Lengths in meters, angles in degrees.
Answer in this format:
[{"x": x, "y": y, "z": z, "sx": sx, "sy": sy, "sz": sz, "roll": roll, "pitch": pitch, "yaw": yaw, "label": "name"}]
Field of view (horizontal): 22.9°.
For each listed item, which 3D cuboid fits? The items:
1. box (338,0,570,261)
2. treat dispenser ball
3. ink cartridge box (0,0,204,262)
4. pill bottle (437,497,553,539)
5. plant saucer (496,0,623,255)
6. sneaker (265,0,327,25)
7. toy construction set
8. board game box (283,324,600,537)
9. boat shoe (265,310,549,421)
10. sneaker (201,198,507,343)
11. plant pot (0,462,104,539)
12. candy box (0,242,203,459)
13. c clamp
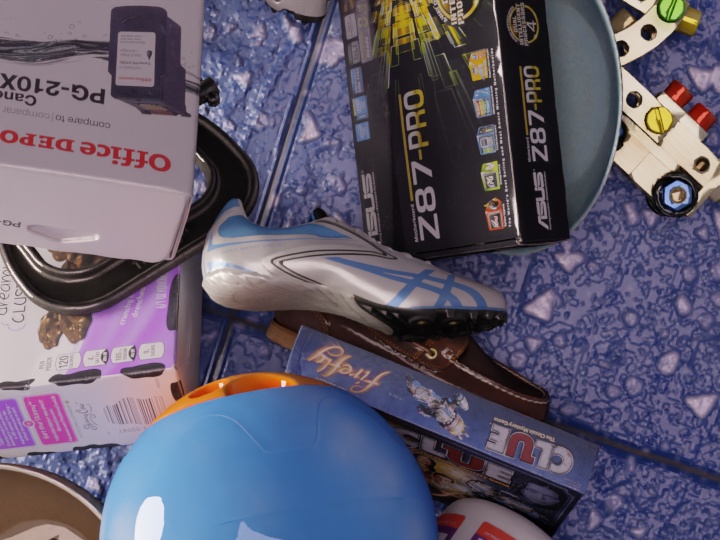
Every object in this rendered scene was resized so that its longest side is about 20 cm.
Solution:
[{"x": 0.057, "y": -0.109, "z": 1.132, "sx": 0.049, "sy": 0.161, "sz": 0.202, "roll": -5, "pitch": 89, "yaw": -35, "label": "box"}, {"x": -0.054, "y": 0.161, "z": 1.042, "sx": 0.199, "sy": 0.201, "sz": 0.203, "roll": 0, "pitch": 91, "yaw": 5, "label": "treat dispenser ball"}, {"x": -0.174, "y": -0.119, "z": 1.102, "sx": 0.143, "sy": 0.084, "sz": 0.202, "roll": 8, "pitch": 60, "yaw": -14, "label": "ink cartridge box"}, {"x": 0.050, "y": 0.251, "z": 1.122, "sx": 0.112, "sy": 0.113, "sz": 0.200, "roll": 38, "pitch": 69, "yaw": 3, "label": "pill bottle"}, {"x": 0.106, "y": -0.112, "z": 1.139, "sx": 0.038, "sy": 0.200, "sz": 0.203, "roll": -6, "pitch": 90, "yaw": -37, "label": "plant saucer"}, {"x": -0.096, "y": -0.248, "z": 1.174, "sx": 0.199, "sy": 0.067, "sz": 0.091, "roll": 28, "pitch": 117, "yaw": 0, "label": "sneaker"}, {"x": 0.211, "y": -0.112, "z": 1.154, "sx": 0.200, "sy": 0.092, "sz": 0.131, "roll": 44, "pitch": 93, "yaw": 14, "label": "toy construction set"}, {"x": 0.044, "y": 0.109, "z": 1.141, "sx": 0.198, "sy": 0.136, "sz": 0.035, "roll": 22, "pitch": 68, "yaw": 5, "label": "board game box"}, {"x": 0.037, "y": 0.047, "z": 1.173, "sx": 0.198, "sy": 0.070, "sz": 0.071, "roll": 22, "pitch": 96, "yaw": 4, "label": "boat shoe"}, {"x": 0.000, "y": 0.000, "z": 1.110, "sx": 0.198, "sy": 0.072, "sz": 0.073, "roll": 12, "pitch": 71, "yaw": -11, "label": "sneaker"}, {"x": -0.224, "y": 0.220, "z": 1.165, "sx": 0.198, "sy": 0.134, "sz": 0.203, "roll": 0, "pitch": 91, "yaw": 5, "label": "plant pot"}, {"x": -0.206, "y": 0.033, "z": 1.148, "sx": 0.198, "sy": 0.072, "sz": 0.169, "roll": -7, "pitch": 47, "yaw": 4, "label": "candy box"}, {"x": -0.158, "y": -0.060, "z": 1.154, "sx": 0.200, "sy": 0.027, "sz": 0.171, "roll": -38, "pitch": 65, "yaw": -23, "label": "c clamp"}]
